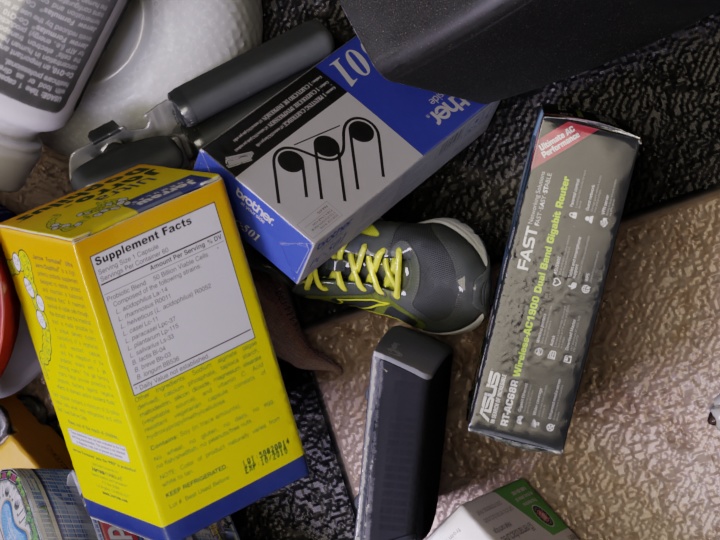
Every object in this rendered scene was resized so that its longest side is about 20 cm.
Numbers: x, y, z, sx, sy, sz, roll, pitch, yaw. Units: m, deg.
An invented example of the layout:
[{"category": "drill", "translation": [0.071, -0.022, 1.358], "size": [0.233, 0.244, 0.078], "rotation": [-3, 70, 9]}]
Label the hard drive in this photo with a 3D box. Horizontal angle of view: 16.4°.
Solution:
[{"category": "hard drive", "translation": [0.028, 0.104, 1.553], "size": [0.042, 0.200, 0.135], "rotation": [6, 93, 6]}]

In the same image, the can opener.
[{"category": "can opener", "translation": [-0.097, -0.093, 1.617], "size": [0.200, 0.053, 0.066], "rotation": [-31, 42, -13]}]

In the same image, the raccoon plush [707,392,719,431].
[{"category": "raccoon plush", "translation": [0.307, 0.055, 1.516], "size": [0.200, 0.097, 0.134], "rotation": [-12, 96, 18]}]

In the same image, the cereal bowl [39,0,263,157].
[{"category": "cereal bowl", "translation": [-0.171, -0.167, 1.668], "size": [0.200, 0.083, 0.200], "rotation": [1, 93, 19]}]

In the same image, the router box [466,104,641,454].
[{"category": "router box", "translation": [0.117, 0.000, 1.538], "size": [0.062, 0.150, 0.200], "rotation": [14, 96, 2]}]

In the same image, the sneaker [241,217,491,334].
[{"category": "sneaker", "translation": [0.000, 0.000, 1.579], "size": [0.200, 0.085, 0.075], "rotation": [15, 107, 48]}]

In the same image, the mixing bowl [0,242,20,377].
[{"category": "mixing bowl", "translation": [-0.291, 0.021, 1.580], "size": [0.200, 0.108, 0.200], "rotation": [1, 94, 19]}]

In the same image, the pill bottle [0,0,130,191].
[{"category": "pill bottle", "translation": [-0.214, -0.160, 1.579], "size": [0.114, 0.114, 0.200], "rotation": [32, 102, 15]}]

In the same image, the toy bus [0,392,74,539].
[{"category": "toy bus", "translation": [-0.231, 0.147, 1.709], "size": [0.200, 0.065, 0.078], "rotation": [47, 105, 11]}]

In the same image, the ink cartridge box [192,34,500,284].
[{"category": "ink cartridge box", "translation": [-0.006, -0.083, 1.563], "size": [0.094, 0.200, 0.044], "rotation": [40, 141, 13]}]

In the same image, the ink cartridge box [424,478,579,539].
[{"category": "ink cartridge box", "translation": [0.122, 0.235, 1.551], "size": [0.084, 0.145, 0.200], "rotation": [-46, 78, 15]}]

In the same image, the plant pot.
[{"category": "plant pot", "translation": [0.082, -0.209, 1.515], "size": [0.177, 0.199, 0.200], "rotation": [-38, 68, 25]}]

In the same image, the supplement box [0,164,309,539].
[{"category": "supplement box", "translation": [-0.126, 0.049, 1.524], "size": [0.109, 0.109, 0.200], "rotation": [10, 120, 56]}]

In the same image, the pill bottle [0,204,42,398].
[{"category": "pill bottle", "translation": [-0.295, -0.009, 1.699], "size": [0.200, 0.116, 0.116], "rotation": [32, 102, 15]}]

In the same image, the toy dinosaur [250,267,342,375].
[{"category": "toy dinosaur", "translation": [-0.104, 0.013, 1.647], "size": [0.200, 0.086, 0.136], "rotation": [16, 96, 9]}]

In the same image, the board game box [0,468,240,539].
[{"category": "board game box", "translation": [-0.157, 0.200, 1.577], "size": [0.062, 0.200, 0.200], "rotation": [-55, 44, 34]}]
